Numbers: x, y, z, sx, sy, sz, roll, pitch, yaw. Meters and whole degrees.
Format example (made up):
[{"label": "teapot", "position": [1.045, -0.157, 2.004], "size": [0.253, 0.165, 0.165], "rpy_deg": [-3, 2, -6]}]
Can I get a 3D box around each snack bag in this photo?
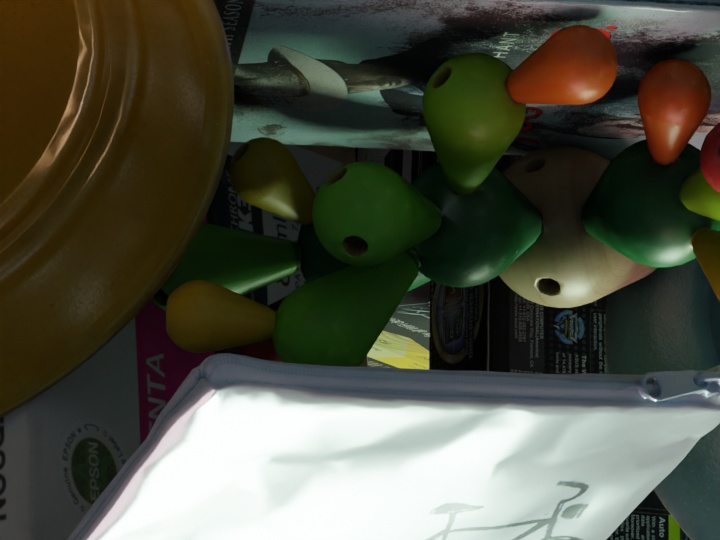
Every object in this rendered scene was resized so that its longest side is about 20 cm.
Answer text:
[{"label": "snack bag", "position": [-0.020, 0.082, 0.737], "size": [0.188, 0.021, 0.200], "rpy_deg": [4, 138, -39]}]

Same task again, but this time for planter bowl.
[{"label": "planter bowl", "position": [-0.137, -0.045, 0.702], "size": [0.199, 0.084, 0.201], "rpy_deg": [-16, 138, -14]}]

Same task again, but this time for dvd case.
[{"label": "dvd case", "position": [0.053, -0.058, 0.764], "size": [0.198, 0.022, 0.146], "rpy_deg": [4, 167, -7]}]

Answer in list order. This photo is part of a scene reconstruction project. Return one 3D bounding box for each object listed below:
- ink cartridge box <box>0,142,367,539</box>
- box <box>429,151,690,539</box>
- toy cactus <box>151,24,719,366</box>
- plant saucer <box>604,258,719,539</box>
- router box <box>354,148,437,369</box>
[{"label": "ink cartridge box", "position": [-0.071, 0.032, 0.843], "size": [0.075, 0.201, 0.164], "rpy_deg": [-15, 161, 34]}, {"label": "box", "position": [0.101, 0.050, 0.903], "size": [0.159, 0.202, 0.044], "rpy_deg": [7, 165, -24]}, {"label": "toy cactus", "position": [0.044, -0.005, 0.773], "size": [0.199, 0.103, 0.165], "rpy_deg": [-21, 170, 29]}, {"label": "plant saucer", "position": [0.172, 0.029, 0.855], "size": [0.199, 0.201, 0.027], "rpy_deg": [5, 142, -12]}, {"label": "router box", "position": [0.000, 0.000, 1.028], "size": [0.156, 0.053, 0.200], "rpy_deg": [-5, 166, 28]}]
